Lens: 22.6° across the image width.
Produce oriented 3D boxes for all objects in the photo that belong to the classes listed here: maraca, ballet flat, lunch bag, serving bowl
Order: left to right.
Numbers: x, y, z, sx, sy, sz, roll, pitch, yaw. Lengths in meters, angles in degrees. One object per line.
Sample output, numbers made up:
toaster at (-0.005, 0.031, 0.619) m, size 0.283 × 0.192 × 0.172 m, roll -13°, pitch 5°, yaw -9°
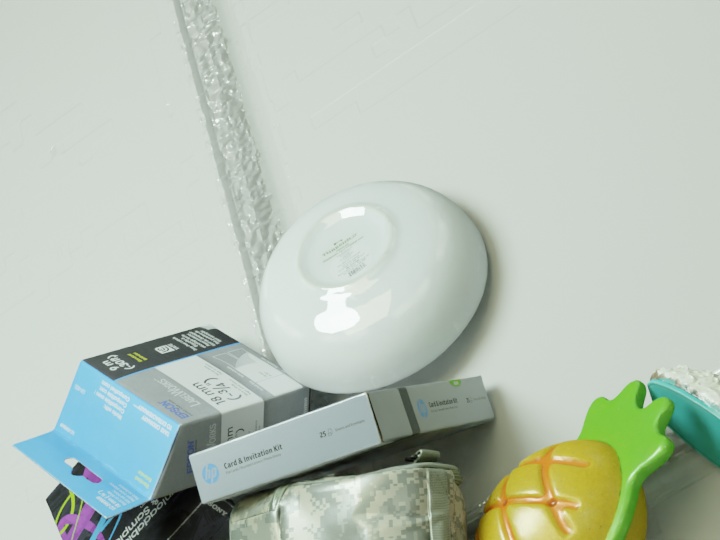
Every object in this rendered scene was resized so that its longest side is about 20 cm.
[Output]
serving bowl at (0.000, 0.000, 1.469) m, size 0.199 × 0.066 × 0.201 m, roll -16°, pitch 48°, yaw 18°
lunch bag at (0.010, 0.238, 1.262) m, size 0.168 × 0.139 × 0.201 m, roll -25°, pitch 64°, yaw 48°
maraca at (0.150, 0.167, 1.252) m, size 0.200 × 0.107 × 0.137 m, roll -57°, pitch 24°, yaw 0°
ballet flat at (0.284, 0.119, 1.226) m, size 0.072 × 0.072 × 0.200 m, roll -52°, pitch 48°, yaw 0°

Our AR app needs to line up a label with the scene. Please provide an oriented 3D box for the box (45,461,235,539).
box at (-0.188, 0.196, 1.514) m, size 0.143 × 0.036 × 0.200 m, roll -49°, pitch 33°, yaw 3°

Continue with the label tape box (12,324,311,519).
label tape box at (-0.160, 0.117, 1.464) m, size 0.144 × 0.199 × 0.064 m, roll 27°, pitch 121°, yaw 43°

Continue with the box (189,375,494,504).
box at (-0.009, 0.124, 1.344) m, size 0.155 × 0.200 × 0.041 m, roll -21°, pitch 80°, yaw 26°
